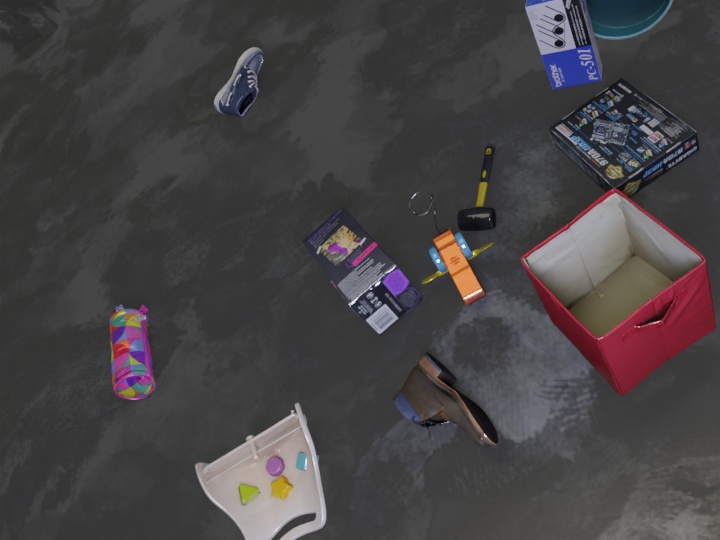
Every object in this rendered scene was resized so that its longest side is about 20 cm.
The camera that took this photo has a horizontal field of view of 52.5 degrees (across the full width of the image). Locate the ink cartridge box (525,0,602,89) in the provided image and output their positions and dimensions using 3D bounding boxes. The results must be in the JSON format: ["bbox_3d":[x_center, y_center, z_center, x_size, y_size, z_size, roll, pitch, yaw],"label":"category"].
[{"bbox_3d":[0.373,-0.422,1.327,0.094,0.200,0.044,-4,55,29],"label":"ink cartridge box"}]

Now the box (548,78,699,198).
[{"bbox_3d":[0.443,-0.225,1.245,0.159,0.046,0.200,-35,47,4],"label":"box"}]

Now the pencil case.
[{"bbox_3d":[-0.466,0.164,1.487,0.088,0.088,0.200,-29,49,10],"label":"pencil case"}]

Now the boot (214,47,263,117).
[{"bbox_3d":[-0.285,-0.478,1.867,0.090,0.073,0.200,23,80,33],"label":"boot"}]

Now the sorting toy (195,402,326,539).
[{"bbox_3d":[-0.132,0.343,1.147,0.200,0.107,0.180,-32,54,7],"label":"sorting toy"}]

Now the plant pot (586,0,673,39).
[{"bbox_3d":[0.499,-0.574,1.382,0.200,0.200,0.188,-1,42,31],"label":"plant pot"}]

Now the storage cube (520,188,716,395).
[{"bbox_3d":[0.359,0.034,1.014,0.171,0.180,0.200,-37,47,2],"label":"storage cube"}]

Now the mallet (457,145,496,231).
[{"bbox_3d":[0.215,-0.151,1.340,0.066,0.041,0.200,-9,49,22],"label":"mallet"}]

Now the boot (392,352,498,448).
[{"bbox_3d":[0.125,0.220,1.104,0.097,0.075,0.200,-48,38,8],"label":"boot"}]

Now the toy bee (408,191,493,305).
[{"bbox_3d":[0.164,-0.034,1.252,0.131,0.109,0.200,-9,78,16],"label":"toy bee"}]

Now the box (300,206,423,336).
[{"bbox_3d":[0.000,0.000,1.295,0.106,0.122,0.200,-40,46,1],"label":"box"}]
